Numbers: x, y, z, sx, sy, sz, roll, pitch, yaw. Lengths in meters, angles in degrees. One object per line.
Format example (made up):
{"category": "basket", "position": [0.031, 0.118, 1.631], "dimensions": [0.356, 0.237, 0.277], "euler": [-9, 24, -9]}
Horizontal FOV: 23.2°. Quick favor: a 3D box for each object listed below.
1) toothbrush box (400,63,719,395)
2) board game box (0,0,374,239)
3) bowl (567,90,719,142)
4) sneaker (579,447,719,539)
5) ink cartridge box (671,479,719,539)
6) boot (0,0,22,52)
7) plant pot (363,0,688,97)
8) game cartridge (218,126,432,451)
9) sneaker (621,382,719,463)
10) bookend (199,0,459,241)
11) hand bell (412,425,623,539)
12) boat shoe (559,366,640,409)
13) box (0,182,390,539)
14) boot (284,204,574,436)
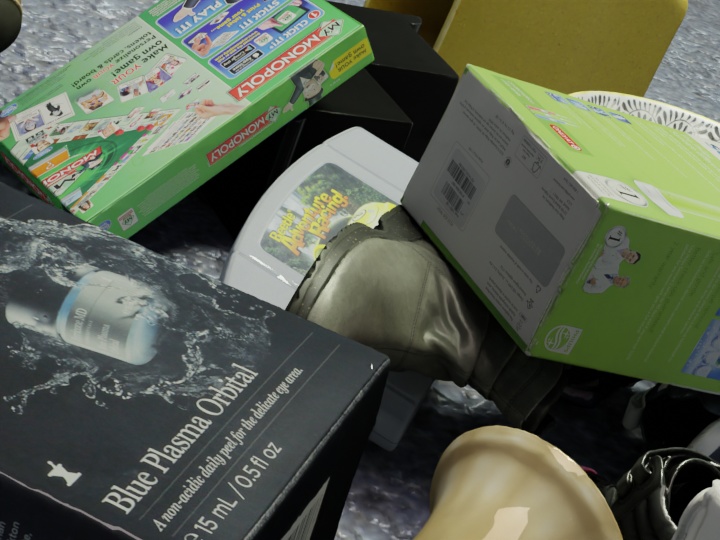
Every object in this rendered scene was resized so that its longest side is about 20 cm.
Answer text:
{"category": "toothbrush box", "position": [0.143, -0.015, 0.888], "dimensions": [0.198, 0.087, 0.146], "euler": [11, 26, -34]}
{"category": "board game box", "position": [-0.108, -0.104, 1.021], "dimensions": [0.199, 0.029, 0.134], "euler": [-37, 47, -15]}
{"category": "bowl", "position": [0.207, -0.033, 1.170], "dimensions": [0.199, 0.095, 0.201], "euler": [16, 25, -7]}
{"category": "sneaker", "position": [0.125, 0.110, 0.819], "dimensions": [0.070, 0.100, 0.200], "euler": [1, 29, -30]}
{"category": "ink cartridge box", "position": [0.176, 0.193, 0.631], "dimensions": [0.084, 0.147, 0.200], "euler": [4, 30, -27]}
{"category": "boot", "position": [-0.272, -0.109, 1.020], "dimensions": [0.198, 0.078, 0.138], "euler": [-15, 44, -30]}
{"category": "plant pot", "position": [0.136, -0.210, 1.377], "dimensions": [0.198, 0.196, 0.196], "euler": [16, 24, -21]}
{"category": "game cartridge", "position": [0.000, 0.000, 0.956], "dimensions": [0.132, 0.041, 0.200], "euler": [28, 40, 5]}
{"category": "sneaker", "position": [0.221, 0.111, 0.917], "dimensions": [0.129, 0.080, 0.199], "euler": [-13, 45, -40]}
{"category": "bookend", "position": [-0.015, -0.097, 1.141], "dimensions": [0.198, 0.093, 0.199], "euler": [4, 31, -33]}
{"category": "hand bell", "position": [0.010, 0.150, 0.697], "dimensions": [0.104, 0.105, 0.199], "euler": [33, 39, 27]}
{"category": "boat shoe", "position": [0.100, 0.011, 1.039], "dimensions": [0.092, 0.075, 0.199], "euler": [-25, 36, -34]}
{"category": "box", "position": [-0.118, 0.078, 0.689], "dimensions": [0.198, 0.118, 0.197], "euler": [23, 25, 10]}
{"category": "boot", "position": [0.039, 0.035, 0.836], "dimensions": [0.130, 0.068, 0.200], "euler": [35, 23, 9]}
